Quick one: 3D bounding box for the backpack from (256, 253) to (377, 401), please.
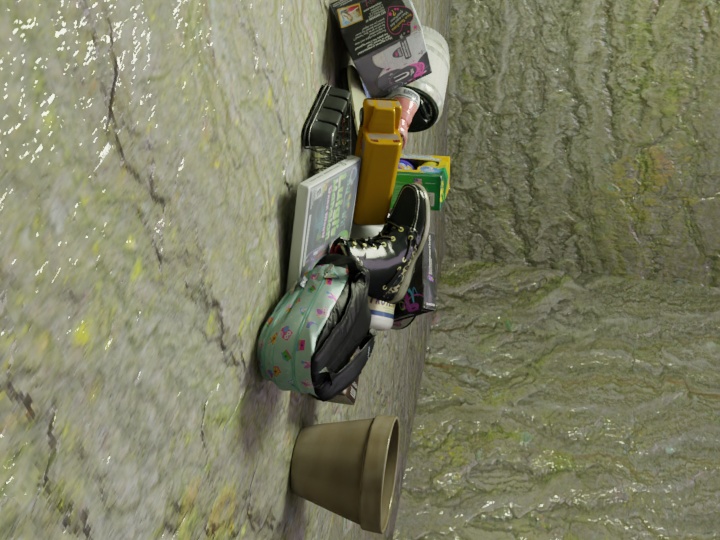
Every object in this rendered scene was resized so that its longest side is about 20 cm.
[{"bbox_3d":[-0.061,0.092,1.124,0.201,0.124,0.169,-58,144,-44],"label":"backpack"}]

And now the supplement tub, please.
[{"bbox_3d":[0.000,0.000,1.396,0.145,0.142,0.205,34,63,-78],"label":"supplement tub"}]

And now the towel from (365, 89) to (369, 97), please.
[{"bbox_3d":[-0.002,-0.304,1.559,0.200,0.023,0.148,-61,153,-68],"label":"towel"}]

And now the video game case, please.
[{"bbox_3d":[-0.057,-0.062,1.212,0.182,0.023,0.204,-40,144,-57],"label":"video game case"}]

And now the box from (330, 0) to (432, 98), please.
[{"bbox_3d":[0.043,-0.399,1.342,0.200,0.130,0.117,29,39,-79],"label":"box"}]

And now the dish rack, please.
[{"bbox_3d":[-0.047,-0.187,1.288,0.155,0.053,0.203,-71,166,-45],"label":"dish rack"}]

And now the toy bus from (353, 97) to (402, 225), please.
[{"bbox_3d":[0.025,-0.179,1.275,0.079,0.064,0.203,-104,-162,-48],"label":"toy bus"}]

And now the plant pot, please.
[{"bbox_3d":[-0.027,0.348,1.370,0.200,0.169,0.205,6,90,-79],"label":"plant pot"}]

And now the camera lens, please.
[{"bbox_3d":[0.119,-0.430,1.750,0.161,0.156,0.203,79,20,-58],"label":"camera lens"}]

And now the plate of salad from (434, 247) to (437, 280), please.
[{"bbox_3d":[0.113,-0.041,1.698,0.047,0.199,0.204,-17,123,-31],"label":"plate of salad"}]

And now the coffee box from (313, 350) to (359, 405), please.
[{"bbox_3d":[-0.053,0.165,1.377,0.200,0.078,0.116,67,30,-69],"label":"coffee box"}]

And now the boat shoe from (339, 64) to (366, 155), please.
[{"bbox_3d":[-0.016,-0.263,1.392,0.073,0.062,0.206,-30,113,-64],"label":"boat shoe"}]

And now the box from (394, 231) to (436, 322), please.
[{"bbox_3d":[0.069,0.021,1.449,0.199,0.035,0.146,-21,-116,55],"label":"box"}]

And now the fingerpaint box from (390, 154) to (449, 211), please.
[{"bbox_3d":[0.074,-0.182,1.545,0.167,0.195,0.075,-58,150,-65],"label":"fingerpaint box"}]

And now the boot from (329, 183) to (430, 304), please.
[{"bbox_3d":[0.031,-0.049,1.255,0.152,0.073,0.208,7,102,-44],"label":"boot"}]

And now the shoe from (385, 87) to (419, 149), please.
[{"bbox_3d":[0.045,-0.265,1.462,0.200,0.070,0.093,-26,-138,67],"label":"shoe"}]

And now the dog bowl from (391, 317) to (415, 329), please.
[{"bbox_3d":[0.044,0.023,1.598,0.199,0.072,0.205,2,-88,57],"label":"dog bowl"}]
